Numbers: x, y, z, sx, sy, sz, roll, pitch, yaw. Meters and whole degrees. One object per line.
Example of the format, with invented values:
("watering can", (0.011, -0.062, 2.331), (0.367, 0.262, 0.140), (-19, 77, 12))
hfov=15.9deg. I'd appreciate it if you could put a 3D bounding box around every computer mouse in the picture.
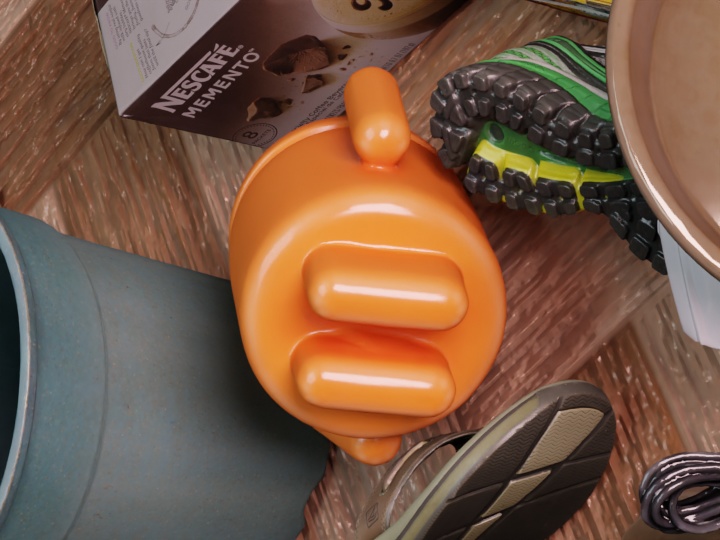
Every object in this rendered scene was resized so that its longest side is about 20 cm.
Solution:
("computer mouse", (0.143, -0.008, 0.947), (0.110, 0.044, 0.200), (-10, 80, 12))

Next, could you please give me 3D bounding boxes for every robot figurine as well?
("robot figurine", (-0.001, 0.002, 1.131), (0.117, 0.144, 0.200), (-31, 20, 6))

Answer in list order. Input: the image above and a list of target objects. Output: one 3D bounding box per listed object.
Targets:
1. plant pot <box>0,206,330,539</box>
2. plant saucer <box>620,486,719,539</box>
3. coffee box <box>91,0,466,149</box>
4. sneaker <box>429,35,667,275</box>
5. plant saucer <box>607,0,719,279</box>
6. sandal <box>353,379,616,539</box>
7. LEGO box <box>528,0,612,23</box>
("plant pot", (-0.133, 0.070, 1.238), (0.200, 0.196, 0.200), (-15, 71, 48))
("plant saucer", (0.136, 0.170, 0.987), (0.200, 0.029, 0.200), (-176, 90, -66))
("coffee box", (-0.023, -0.146, 1.219), (0.200, 0.113, 0.080), (-39, 55, 38))
("sneaker", (0.128, -0.055, 1.047), (0.200, 0.085, 0.078), (26, 135, 33))
("plant saucer", (0.186, -0.069, 0.913), (0.029, 0.200, 0.200), (91, 176, -75))
("sandal", (0.030, 0.106, 1.126), (0.201, 0.080, 0.057), (-46, 53, 35))
("LEGO box", (0.127, -0.202, 1.077), (0.149, 0.077, 0.200), (22, 99, 50))
